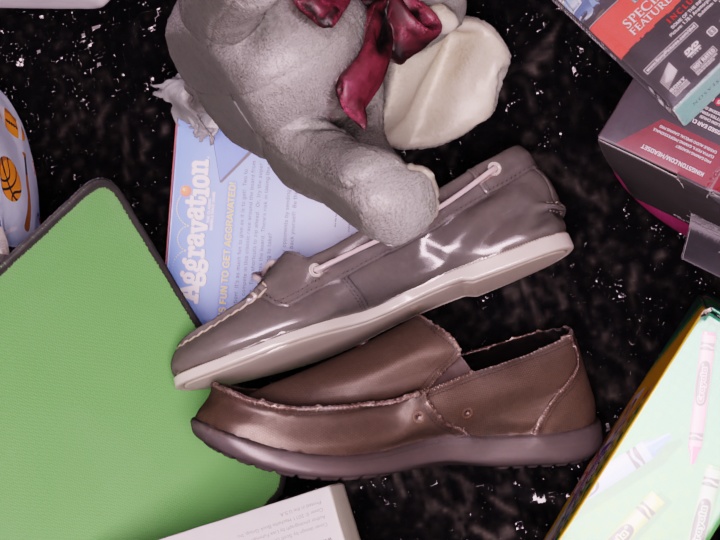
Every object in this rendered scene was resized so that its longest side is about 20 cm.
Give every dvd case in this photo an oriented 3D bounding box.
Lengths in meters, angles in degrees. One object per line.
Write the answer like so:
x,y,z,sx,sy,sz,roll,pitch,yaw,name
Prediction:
0.135,-0.175,1.281,0.146,0.022,0.200,-44,56,2,dvd case

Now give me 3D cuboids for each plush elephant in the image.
0.001,-0.117,1.277,0.155,0.200,0.165,-37,103,-17,plush elephant

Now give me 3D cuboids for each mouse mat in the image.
-0.125,0.079,1.299,0.161,0.008,0.200,-45,125,-25,mouse mat

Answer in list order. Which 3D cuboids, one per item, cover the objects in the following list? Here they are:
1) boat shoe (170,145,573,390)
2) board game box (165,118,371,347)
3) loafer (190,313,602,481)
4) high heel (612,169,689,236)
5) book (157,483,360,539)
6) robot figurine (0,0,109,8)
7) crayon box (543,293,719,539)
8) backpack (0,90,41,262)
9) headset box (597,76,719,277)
0.000,0.000,1.324,0.199,0.067,0.057,-20,78,-5,boat shoe
-0.037,-0.068,1.361,0.102,0.019,0.201,5,93,3,board game box
0.016,0.054,1.314,0.199,0.073,0.071,-2,98,-22,loafer
0.210,-0.028,1.300,0.199,0.096,0.068,15,95,5,high heel
-0.043,0.210,1.266,0.133,0.048,0.201,-18,85,11,book
-0.155,-0.198,1.308,0.199,0.113,0.170,9,118,21,robot figurine
0.128,0.111,1.303,0.058,0.119,0.200,32,95,3,crayon box
-0.238,-0.010,1.324,0.199,0.154,0.192,-3,82,9,backpack
0.211,-0.081,1.263,0.148,0.075,0.201,27,80,27,headset box
